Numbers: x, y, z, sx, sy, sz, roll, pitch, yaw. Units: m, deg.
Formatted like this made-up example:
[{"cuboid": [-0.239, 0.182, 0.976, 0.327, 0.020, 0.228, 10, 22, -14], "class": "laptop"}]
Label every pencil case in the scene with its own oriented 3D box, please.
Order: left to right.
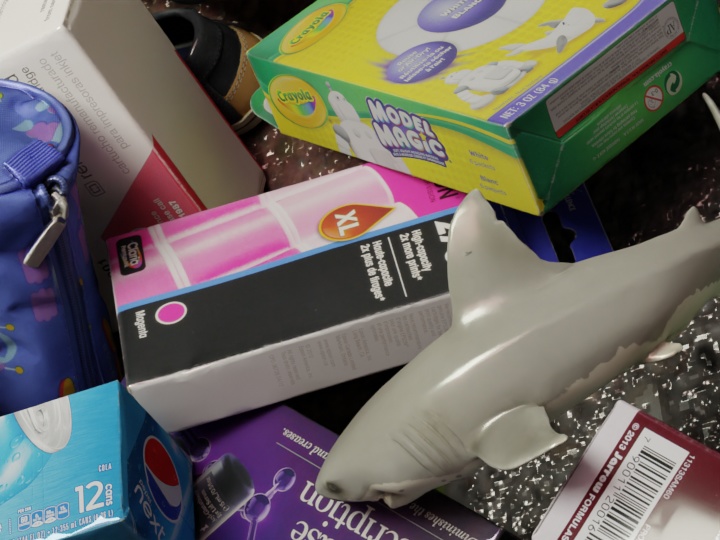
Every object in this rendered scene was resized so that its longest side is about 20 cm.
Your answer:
[{"cuboid": [-0.139, 0.019, 0.926, 0.087, 0.200, 0.078, 27, 47, 37], "class": "pencil case"}]

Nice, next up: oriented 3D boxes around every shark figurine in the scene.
[{"cuboid": [0.074, 0.002, 0.794, 0.214, 0.090, 0.128, -33, 3, -16], "class": "shark figurine"}]

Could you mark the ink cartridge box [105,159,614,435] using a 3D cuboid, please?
[{"cuboid": [0.000, 0.000, 0.895, 0.199, 0.037, 0.095, -15, 40, -1], "class": "ink cartridge box"}]

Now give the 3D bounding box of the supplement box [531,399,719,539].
[{"cuboid": [0.164, 0.125, 0.730, 0.200, 0.109, 0.061, 30, 83, 39], "class": "supplement box"}]

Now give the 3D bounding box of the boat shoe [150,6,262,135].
[{"cuboid": [-0.135, -0.079, 1.064, 0.200, 0.062, 0.075, -14, 61, 28], "class": "boat shoe"}]

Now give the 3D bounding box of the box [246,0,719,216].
[{"cuboid": [0.042, -0.091, 0.921, 0.117, 0.048, 0.200, -39, 31, -23], "class": "box"}]

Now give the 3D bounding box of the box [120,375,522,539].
[{"cuboid": [-0.035, 0.130, 0.878, 0.200, 0.079, 0.141, 26, 84, 39], "class": "box"}]

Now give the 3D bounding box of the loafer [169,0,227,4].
[{"cuboid": [-0.094, -0.166, 1.092, 0.200, 0.063, 0.072, 39, 115, 54], "class": "loafer"}]

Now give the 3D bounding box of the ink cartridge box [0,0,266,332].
[{"cuboid": [-0.166, -0.034, 0.994, 0.200, 0.145, 0.084, -23, 31, 21], "class": "ink cartridge box"}]

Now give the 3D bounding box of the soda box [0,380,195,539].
[{"cuboid": [-0.165, 0.110, 0.859, 0.200, 0.068, 0.064, -18, 52, 14], "class": "soda box"}]
